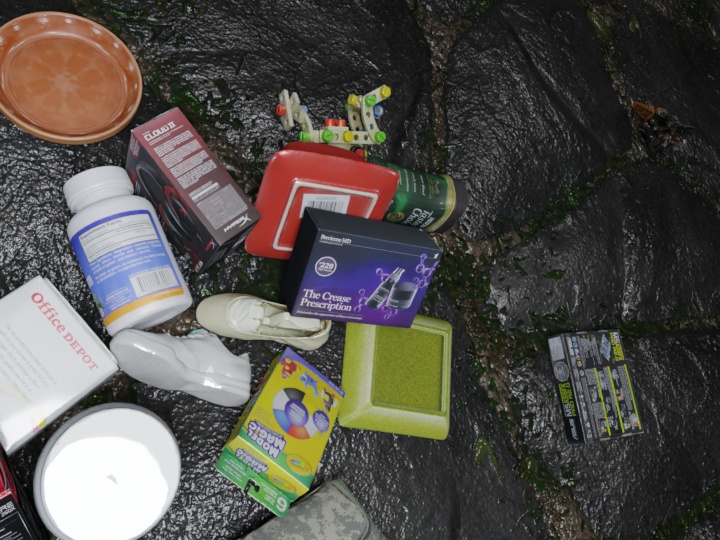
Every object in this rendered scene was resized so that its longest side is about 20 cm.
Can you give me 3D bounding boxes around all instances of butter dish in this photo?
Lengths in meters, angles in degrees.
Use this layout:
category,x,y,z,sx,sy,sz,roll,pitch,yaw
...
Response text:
category,x,y,z,sx,sy,sz,roll,pitch,yaw
butter dish,-0.069,-0.122,0.868,0.198,0.200,0.149,6,45,-24

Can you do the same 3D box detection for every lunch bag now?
category,x,y,z,sx,sy,sz,roll,pitch,yaw
lunch bag,-0.064,0.380,0.708,0.199,0.140,0.168,-23,66,-33

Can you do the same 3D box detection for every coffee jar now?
category,x,y,z,sx,sy,sz,roll,pitch,yaw
coffee jar,0.082,-0.124,0.966,0.198,0.104,0.086,8,58,-24

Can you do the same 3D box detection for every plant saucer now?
category,x,y,z,sx,sy,sz,roll,pitch,yaw
plant saucer,0.071,0.155,0.903,0.198,0.048,0.202,14,68,-23
plant saucer,-0.417,-0.270,0.803,0.199,0.032,0.202,9,69,-24

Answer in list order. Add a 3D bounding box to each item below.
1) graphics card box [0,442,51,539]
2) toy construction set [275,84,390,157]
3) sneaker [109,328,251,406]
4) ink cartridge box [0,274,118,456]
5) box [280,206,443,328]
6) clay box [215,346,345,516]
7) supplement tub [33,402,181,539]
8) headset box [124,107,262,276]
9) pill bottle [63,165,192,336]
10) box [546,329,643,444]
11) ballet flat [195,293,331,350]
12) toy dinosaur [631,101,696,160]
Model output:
category,x,y,z,sx,sy,sz,roll,pitch,yaw
graphics card box,-0.345,0.262,0.559,0.051,0.125,0.202,-26,125,-32
toy construction set,-0.041,-0.247,0.952,0.198,0.092,0.133,-4,100,-20
sneaker,-0.231,0.110,0.748,0.199,0.075,0.089,34,43,-36
ink cartridge box,-0.406,0.124,0.648,0.200,0.087,0.146,-42,96,-29
box,0.000,0.000,0.829,0.198,0.079,0.142,8,114,-26
clay box,-0.099,0.208,0.752,0.115,0.048,0.200,40,32,-10
supplement tub,-0.274,0.220,0.617,0.139,0.200,0.142,8,70,-24
headset box,-0.240,-0.108,0.772,0.075,0.148,0.201,-39,94,-31
pill bottle,-0.307,-0.027,0.733,0.111,0.112,0.201,-22,84,-31
box,0.446,0.217,1.077,0.159,0.044,0.202,0,74,-28
ballet flat,-0.133,0.069,0.817,0.198,0.069,0.070,12,68,-23
toy dinosaur,0.736,-0.353,1.397,0.198,0.103,0.137,10,45,-9
